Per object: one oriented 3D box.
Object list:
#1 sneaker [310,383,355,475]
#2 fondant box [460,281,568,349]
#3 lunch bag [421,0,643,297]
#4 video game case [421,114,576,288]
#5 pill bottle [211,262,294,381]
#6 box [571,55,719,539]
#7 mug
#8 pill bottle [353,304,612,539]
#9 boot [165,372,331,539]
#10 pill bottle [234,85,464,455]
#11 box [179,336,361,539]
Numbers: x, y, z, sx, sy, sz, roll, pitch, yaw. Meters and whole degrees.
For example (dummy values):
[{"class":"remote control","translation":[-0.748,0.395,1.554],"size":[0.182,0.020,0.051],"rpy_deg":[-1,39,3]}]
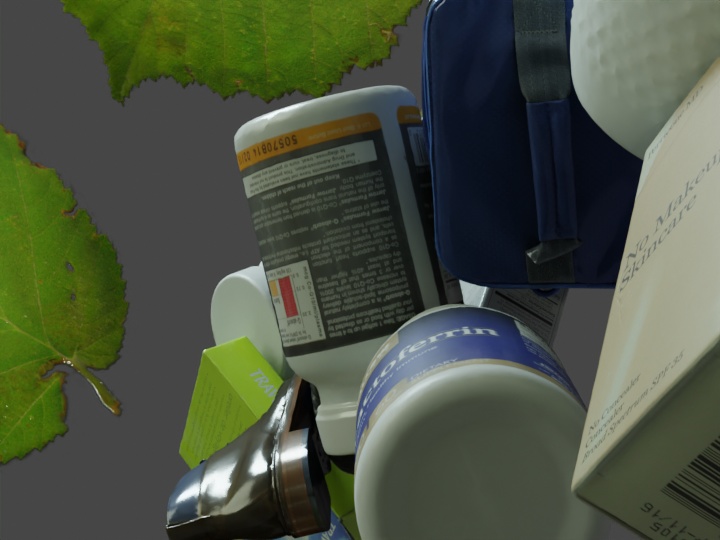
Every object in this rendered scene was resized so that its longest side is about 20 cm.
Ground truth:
[{"class":"sneaker","translation":[-0.002,0.037,0.951],"size":[0.077,0.075,0.203],"rpy_deg":[103,165,-72]},{"class":"fondant box","translation":[0.090,0.027,0.984],"size":[0.145,0.058,0.201],"rpy_deg":[-56,6,44]},{"class":"lunch bag","translation":[0.103,-0.081,0.794],"size":[0.133,0.134,0.203],"rpy_deg":[-65,-29,-62]},{"class":"video game case","translation":[0.129,-0.112,0.907],"size":[0.202,0.142,0.019],"rpy_deg":[-59,3,0]},{"class":"pill bottle","translation":[-0.015,0.023,1.158],"size":[0.198,0.116,0.116],"rpy_deg":[-20,-22,-37]},{"class":"box","translation":[0.142,0.002,0.496],"size":[0.095,0.077,0.201],"rpy_deg":[-56,6,39]},{"class":"mug","translation":[0.171,-0.149,0.629],"size":[0.201,0.146,0.176],"rpy_deg":[-88,21,-51]},{"class":"pill bottle","translation":[0.054,0.082,0.700],"size":[0.117,0.115,0.200],"rpy_deg":[-58,5,8]},{"class":"boot","translation":[-0.072,0.120,0.929],"size":[0.096,0.076,0.200],"rpy_deg":[-15,13,3]},{"class":"pill bottle","translation":[0.000,0.000,0.851],"size":[0.116,0.115,0.203],"rpy_deg":[169,88,-83]},{"class":"box","translation":[-0.058,0.160,1.051],"size":[0.047,0.200,0.123],"rpy_deg":[-18,-39,-36]}]
